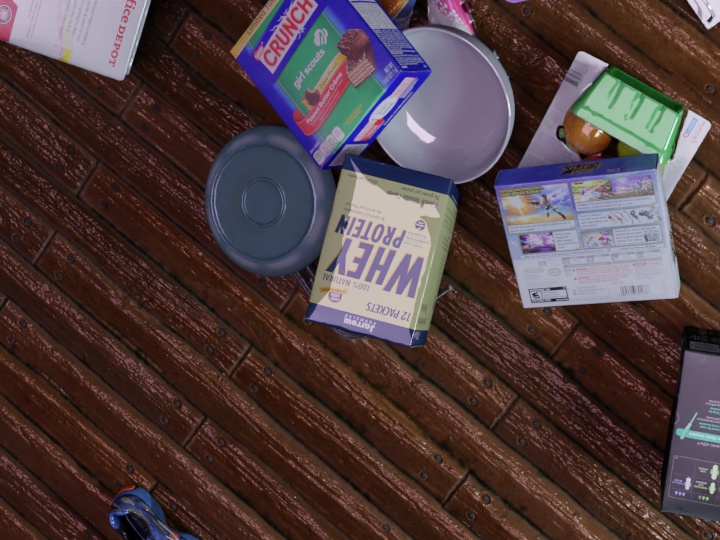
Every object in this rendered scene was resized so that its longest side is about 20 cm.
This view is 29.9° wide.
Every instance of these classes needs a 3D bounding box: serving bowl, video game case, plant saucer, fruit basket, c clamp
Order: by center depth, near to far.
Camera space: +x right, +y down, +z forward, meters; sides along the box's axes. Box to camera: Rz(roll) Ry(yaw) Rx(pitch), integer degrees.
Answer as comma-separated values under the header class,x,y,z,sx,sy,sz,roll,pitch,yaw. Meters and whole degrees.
class,x,y,z,sx,sy,sz,roll,pitch,yaw
video game case,0.279,-0.046,1.651,0.197,0.046,0.183,-4,123,21
serving bowl,0.104,-0.211,1.659,0.198,0.066,0.203,14,122,24
fruit basket,0.305,-0.141,1.667,0.184,0.094,0.202,30,120,10
c clamp,0.000,0.000,1.792,0.171,0.027,0.200,-42,87,22
plant saucer,-0.126,-0.091,1.796,0.197,0.027,0.203,2,96,22

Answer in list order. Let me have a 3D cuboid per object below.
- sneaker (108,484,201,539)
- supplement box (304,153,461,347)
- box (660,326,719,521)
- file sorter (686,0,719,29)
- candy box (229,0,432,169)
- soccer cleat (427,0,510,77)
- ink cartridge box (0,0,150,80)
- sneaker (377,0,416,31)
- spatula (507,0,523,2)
class,x,y,z,sx,sy,sz,roll,pitch,yaw
sneaker,-0.282,0.392,1.896,0.199,0.078,0.076,39,106,7
supplement box,0.032,-0.020,1.658,0.132,0.200,0.203,14,90,8
box,0.436,0.187,1.633,0.123,0.148,0.203,8,101,13
file sorter,0.445,-0.398,1.553,0.199,0.124,0.140,-36,88,14
candy box,-0.038,-0.254,1.631,0.169,0.077,0.201,-47,69,29
soccer cleat,0.110,-0.294,1.692,0.086,0.070,0.202,-27,91,17
ink cartridge box,-0.373,-0.353,1.748,0.198,0.145,0.147,19,104,-10
sneaker,0.029,-0.311,1.697,0.075,0.088,0.201,42,108,31
spatula,0.265,-0.375,1.664,0.197,0.021,0.057,-10,94,16
